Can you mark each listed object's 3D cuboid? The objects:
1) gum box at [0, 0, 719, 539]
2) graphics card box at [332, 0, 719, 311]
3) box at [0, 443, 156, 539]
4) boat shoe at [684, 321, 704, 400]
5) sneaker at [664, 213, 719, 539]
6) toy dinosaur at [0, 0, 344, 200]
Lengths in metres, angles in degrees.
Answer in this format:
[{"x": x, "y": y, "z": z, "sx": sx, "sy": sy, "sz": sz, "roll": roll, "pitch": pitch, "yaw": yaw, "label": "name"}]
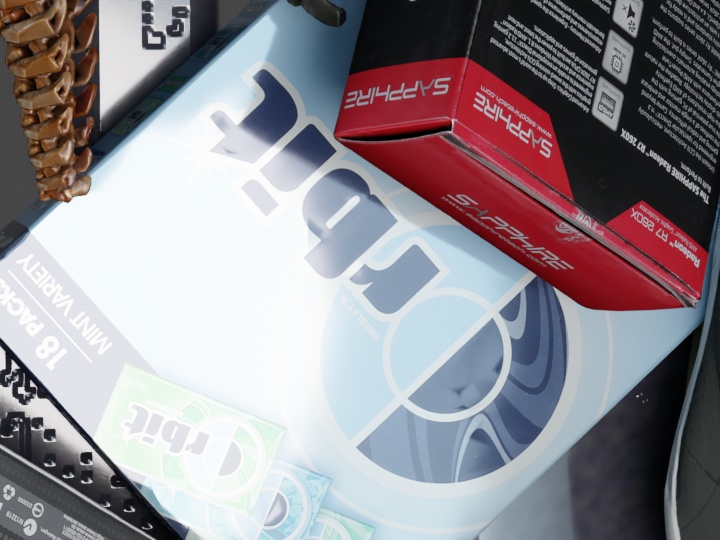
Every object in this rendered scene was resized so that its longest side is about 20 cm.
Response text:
[{"x": 0.000, "y": 0.000, "z": 0.924, "sx": 0.200, "sy": 0.045, "sz": 0.170, "roll": -43, "pitch": 103, "yaw": -7, "label": "gum box"}, {"x": 0.067, "y": -0.102, "z": 0.870, "sx": 0.125, "sy": 0.051, "sz": 0.201, "roll": 31, "pitch": 65, "yaw": -41, "label": "graphics card box"}, {"x": -0.117, "y": 0.134, "z": 0.817, "sx": 0.200, "sy": 0.044, "sz": 0.161, "roll": 36, "pitch": 68, "yaw": -39, "label": "box"}, {"x": 0.149, "y": 0.095, "z": 0.958, "sx": 0.073, "sy": 0.063, "sz": 0.202, "roll": -2, "pitch": 96, "yaw": -13, "label": "boat shoe"}, {"x": 0.136, "y": 0.045, "z": 0.882, "sx": 0.070, "sy": 0.099, "sz": 0.201, "roll": 5, "pitch": 92, "yaw": -3, "label": "sneaker"}, {"x": -0.063, "y": -0.126, "z": 0.870, "sx": 0.135, "sy": 0.102, "sz": 0.201, "roll": 10, "pitch": 106, "yaw": 23, "label": "toy dinosaur"}]
